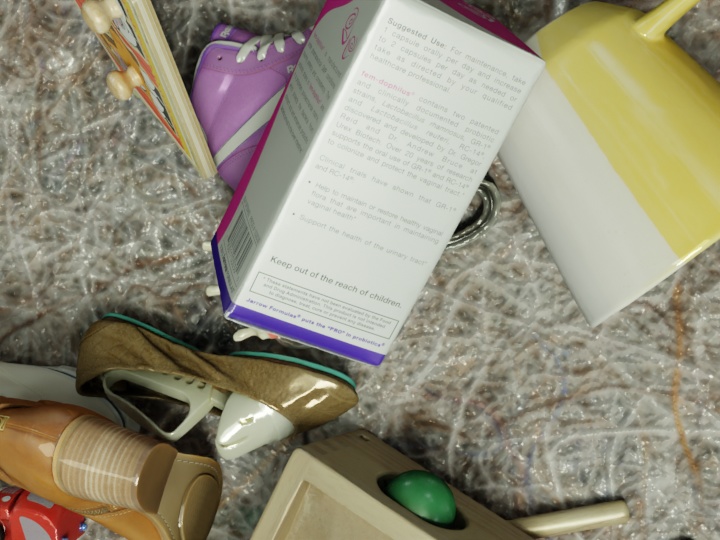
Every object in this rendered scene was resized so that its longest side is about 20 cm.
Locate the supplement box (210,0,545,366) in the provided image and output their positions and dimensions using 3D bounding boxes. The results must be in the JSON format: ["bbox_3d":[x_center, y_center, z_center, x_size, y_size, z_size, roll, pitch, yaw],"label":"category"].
[{"bbox_3d":[0.002,-0.064,0.662,0.103,0.101,0.200,19,111,-21],"label":"supplement box"}]

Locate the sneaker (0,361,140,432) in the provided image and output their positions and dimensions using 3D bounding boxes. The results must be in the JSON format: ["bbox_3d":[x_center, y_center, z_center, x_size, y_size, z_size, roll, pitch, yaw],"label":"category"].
[{"bbox_3d":[-0.258,0.100,0.825,0.199,0.071,0.073,11,100,11],"label":"sneaker"}]

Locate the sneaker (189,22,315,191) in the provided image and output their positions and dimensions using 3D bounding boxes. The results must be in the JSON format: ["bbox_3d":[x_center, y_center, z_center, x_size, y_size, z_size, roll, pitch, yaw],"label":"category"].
[{"bbox_3d":[-0.036,-0.140,0.741,0.114,0.073,0.200,45,105,6],"label":"sneaker"}]

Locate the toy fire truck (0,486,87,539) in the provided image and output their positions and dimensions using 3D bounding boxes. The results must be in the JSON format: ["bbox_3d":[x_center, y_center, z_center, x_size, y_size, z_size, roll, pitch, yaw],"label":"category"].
[{"bbox_3d":[-0.199,0.256,0.846,0.141,0.049,0.201,-1,97,12],"label":"toy fire truck"}]

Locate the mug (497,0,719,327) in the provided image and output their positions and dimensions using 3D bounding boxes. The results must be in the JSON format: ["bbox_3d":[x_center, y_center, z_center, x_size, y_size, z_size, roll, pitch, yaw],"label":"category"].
[{"bbox_3d":[0.165,-0.082,0.675,0.186,0.149,0.153,-37,81,10],"label":"mug"}]

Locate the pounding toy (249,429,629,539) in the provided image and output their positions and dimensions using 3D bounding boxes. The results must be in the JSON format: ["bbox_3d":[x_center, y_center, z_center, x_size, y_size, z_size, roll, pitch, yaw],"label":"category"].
[{"bbox_3d":[0.038,0.200,0.756,0.184,0.142,0.200,30,101,21],"label":"pounding toy"}]

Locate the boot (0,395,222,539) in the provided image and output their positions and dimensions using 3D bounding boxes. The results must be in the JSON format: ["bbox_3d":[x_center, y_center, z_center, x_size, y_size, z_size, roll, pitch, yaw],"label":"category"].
[{"bbox_3d":[-0.183,0.137,0.767,0.155,0.200,0.077,14,72,16],"label":"boot"}]

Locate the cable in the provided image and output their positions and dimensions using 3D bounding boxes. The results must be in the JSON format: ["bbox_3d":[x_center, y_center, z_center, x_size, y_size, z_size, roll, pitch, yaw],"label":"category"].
[{"bbox_3d":[0.000,0.000,0.762,0.200,0.050,0.097,-14,107,13],"label":"cable"}]

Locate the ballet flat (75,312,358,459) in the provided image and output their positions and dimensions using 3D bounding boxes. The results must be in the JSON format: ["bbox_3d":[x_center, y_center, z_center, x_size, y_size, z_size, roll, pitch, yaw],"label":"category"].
[{"bbox_3d":[-0.104,0.085,0.783,0.200,0.068,0.072,15,57,11],"label":"ballet flat"}]

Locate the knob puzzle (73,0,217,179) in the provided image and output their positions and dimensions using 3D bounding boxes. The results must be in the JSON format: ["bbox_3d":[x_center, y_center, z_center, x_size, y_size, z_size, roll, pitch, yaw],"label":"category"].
[{"bbox_3d":[-0.169,-0.164,0.712,0.030,0.220,0.220,-34,90,-11],"label":"knob puzzle"}]
